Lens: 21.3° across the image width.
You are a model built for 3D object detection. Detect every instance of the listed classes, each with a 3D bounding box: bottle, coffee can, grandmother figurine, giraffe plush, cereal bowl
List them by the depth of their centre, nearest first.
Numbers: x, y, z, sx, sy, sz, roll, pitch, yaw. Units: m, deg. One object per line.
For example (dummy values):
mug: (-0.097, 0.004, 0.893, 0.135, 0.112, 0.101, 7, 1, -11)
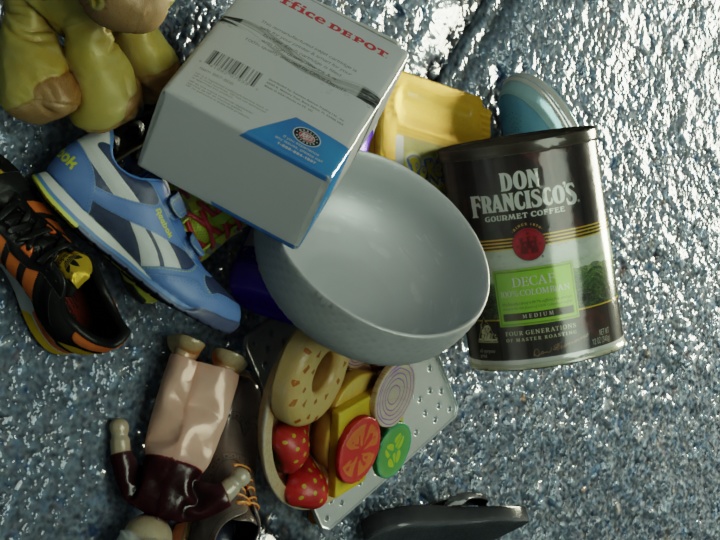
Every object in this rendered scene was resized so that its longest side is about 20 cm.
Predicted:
giraffe plush: (-0.189, -0.217, 1.413, 0.172, 0.162, 0.201, -35, 98, -41)
cereal bowl: (0.000, 0.000, 1.547, 0.199, 0.083, 0.201, 19, 41, -17)
grandmother figurine: (-0.150, 0.159, 1.559, 0.061, 0.121, 0.201, 80, 29, -73)
bottle: (-0.042, -0.054, 1.648, 0.065, 0.083, 0.201, 71, 38, -63)
coffee can: (0.156, -0.022, 1.734, 0.146, 0.146, 0.201, -15, 98, -42)

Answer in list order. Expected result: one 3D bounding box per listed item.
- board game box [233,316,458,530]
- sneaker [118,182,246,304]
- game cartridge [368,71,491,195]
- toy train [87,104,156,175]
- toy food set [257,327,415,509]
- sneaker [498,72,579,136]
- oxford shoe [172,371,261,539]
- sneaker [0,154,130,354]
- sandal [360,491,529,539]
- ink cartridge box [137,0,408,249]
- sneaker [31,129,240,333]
board game box: (-0.010, 0.097, 1.723, 0.200, 0.026, 0.201, -38, 116, -36)
sneaker: (-0.123, -0.054, 1.567, 0.200, 0.090, 0.078, -55, 127, -25)
game cartridge: (0.062, -0.074, 1.758, 0.176, 0.032, 0.201, 10, 81, -51)
toy train: (-0.154, -0.123, 1.576, 0.200, 0.034, 0.046, -34, 125, -38)
toy food set: (-0.016, 0.110, 1.634, 0.198, 0.048, 0.201, -26, 125, -48)
sneaker: (0.157, -0.079, 1.840, 0.130, 0.079, 0.201, -38, 116, -37)
oxford shoe: (-0.106, 0.184, 1.603, 0.071, 0.073, 0.201, 16, 80, -42)
sneaker: (-0.242, -0.018, 1.455, 0.070, 0.090, 0.201, -48, 122, -31)
sandal: (0.085, 0.227, 1.792, 0.199, 0.076, 0.043, 9, 59, -44)
ink cartridge box: (-0.065, -0.130, 1.509, 0.144, 0.084, 0.200, 28, 40, 2)
sneaker: (-0.160, -0.030, 1.490, 0.200, 0.074, 0.082, 43, 80, -15)
